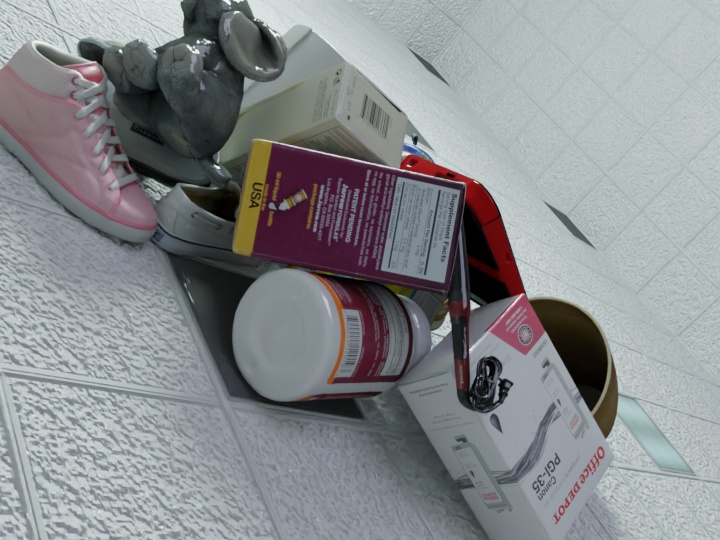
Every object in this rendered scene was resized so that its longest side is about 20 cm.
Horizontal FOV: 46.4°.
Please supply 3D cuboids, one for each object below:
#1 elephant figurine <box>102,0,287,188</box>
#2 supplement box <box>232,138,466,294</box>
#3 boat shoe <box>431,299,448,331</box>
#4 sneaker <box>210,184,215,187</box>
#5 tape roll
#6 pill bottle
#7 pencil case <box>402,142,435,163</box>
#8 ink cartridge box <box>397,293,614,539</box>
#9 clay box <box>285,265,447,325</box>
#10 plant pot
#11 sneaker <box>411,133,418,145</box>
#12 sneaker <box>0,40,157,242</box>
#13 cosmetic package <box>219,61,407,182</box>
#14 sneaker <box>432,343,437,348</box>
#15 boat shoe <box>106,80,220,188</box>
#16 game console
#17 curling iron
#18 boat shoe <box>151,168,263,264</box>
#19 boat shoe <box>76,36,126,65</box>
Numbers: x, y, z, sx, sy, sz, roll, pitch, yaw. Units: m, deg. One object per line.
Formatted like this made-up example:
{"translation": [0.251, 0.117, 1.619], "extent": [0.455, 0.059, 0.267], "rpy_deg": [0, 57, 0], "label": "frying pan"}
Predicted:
{"translation": [-0.143, -0.220, 0.829], "extent": [0.140, 0.156, 0.201], "rpy_deg": [25, 56, 15], "label": "elephant figurine"}
{"translation": [-0.016, -0.048, 0.790], "extent": [0.196, 0.105, 0.131], "rpy_deg": [11, -1, -9], "label": "supplement box"}
{"translation": [0.058, 0.037, 1.051], "extent": [0.076, 0.072, 0.199], "rpy_deg": [48, 29, 19], "label": "boat shoe"}
{"translation": [-0.138, -0.121, 0.987], "extent": [0.199, 0.090, 0.079], "rpy_deg": [35, 20, -23], "label": "sneaker"}
{"translation": [-0.071, -0.193, 1.091], "extent": [0.203, 0.139, 0.203], "rpy_deg": [46, -6, 7], "label": "tape roll"}
{"translation": [-0.018, 0.064, 0.799], "extent": [0.115, 0.114, 0.199], "rpy_deg": [52, 21, 26], "label": "pill bottle"}
{"translation": [0.030, -0.067, 1.060], "extent": [0.086, 0.078, 0.201], "rpy_deg": [31, 62, -1], "label": "pencil case"}
{"translation": [0.149, 0.150, 0.830], "extent": [0.146, 0.082, 0.202], "rpy_deg": [-38, 100, -40], "label": "ink cartridge box"}
{"translation": [0.000, 0.000, 0.955], "extent": [0.199, 0.116, 0.048], "rpy_deg": [37, -25, -5], "label": "clay box"}
{"translation": [0.255, 0.161, 1.076], "extent": [0.200, 0.186, 0.187], "rpy_deg": [41, 14, -48], "label": "plant pot"}
{"translation": [0.038, -0.171, 1.360], "extent": [0.199, 0.140, 0.078], "rpy_deg": [26, 25, -41], "label": "sneaker"}
{"translation": [-0.246, -0.122, 0.759], "extent": [0.200, 0.105, 0.075], "rpy_deg": [42, 17, -3], "label": "sneaker"}
{"translation": [-0.058, -0.134, 0.885], "extent": [0.105, 0.198, 0.072], "rpy_deg": [34, 56, -40], "label": "cosmetic package"}
{"translation": [0.128, 0.142, 0.970], "extent": [0.073, 0.082, 0.201], "rpy_deg": [31, 22, -30], "label": "sneaker"}
{"translation": [-0.241, -0.137, 0.862], "extent": [0.198, 0.064, 0.071], "rpy_deg": [30, 61, -11], "label": "boat shoe"}
{"translation": [0.112, -0.034, 0.925], "extent": [0.178, 0.031, 0.200], "rpy_deg": [62, -11, -27], "label": "game console"}
{"translation": [0.099, 0.034, 0.767], "extent": [0.049, 0.026, 0.203], "rpy_deg": [3, 62, -21], "label": "curling iron"}
{"translation": [-0.134, -0.064, 0.881], "extent": [0.075, 0.086, 0.201], "rpy_deg": [51, 21, 23], "label": "boat shoe"}
{"translation": [-0.263, -0.205, 0.955], "extent": [0.064, 0.075, 0.203], "rpy_deg": [11, 32, -46], "label": "boat shoe"}
